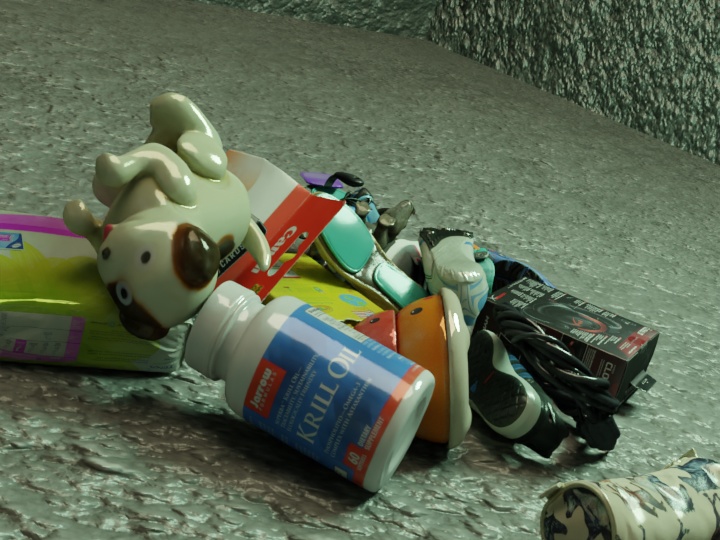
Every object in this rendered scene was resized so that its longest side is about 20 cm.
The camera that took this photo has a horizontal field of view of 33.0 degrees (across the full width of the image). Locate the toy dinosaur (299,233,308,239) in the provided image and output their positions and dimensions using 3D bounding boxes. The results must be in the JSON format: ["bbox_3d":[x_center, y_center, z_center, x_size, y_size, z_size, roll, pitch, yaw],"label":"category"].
[{"bbox_3d":[-0.151,-0.073,1.440,0.196,0.079,0.102,1,2,7],"label":"toy dinosaur"}]

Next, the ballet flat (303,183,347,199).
[{"bbox_3d":[-0.084,-0.081,1.634,0.063,0.069,0.198,-10,-6,41],"label":"ballet flat"}]

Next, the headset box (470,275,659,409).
[{"bbox_3d":[0.240,0.087,1.381,0.198,0.076,0.148,23,19,22],"label":"headset box"}]

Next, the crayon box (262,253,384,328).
[{"bbox_3d":[-0.060,0.041,1.300,0.125,0.052,0.199,2,22,-38],"label":"crayon box"}]

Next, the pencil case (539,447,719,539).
[{"bbox_3d":[0.237,0.205,1.019,0.198,0.078,0.090,0,44,-40],"label":"pencil case"}]

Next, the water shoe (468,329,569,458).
[{"bbox_3d":[0.147,0.129,1.225,0.079,0.072,0.200,40,9,-19],"label":"water shoe"}]

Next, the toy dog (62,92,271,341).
[{"bbox_3d":[-0.173,-0.027,1.080,0.194,0.139,0.201,46,22,-21],"label":"toy dog"}]

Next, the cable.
[{"bbox_3d":[0.192,0.092,1.199,0.164,0.051,0.200,53,2,35],"label":"cable"}]

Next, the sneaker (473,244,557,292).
[{"bbox_3d":[0.194,0.013,1.573,0.078,0.076,0.199,3,23,-44],"label":"sneaker"}]

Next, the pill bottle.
[{"bbox_3d":[-0.046,0.092,1.028,0.198,0.114,0.112,27,20,12],"label":"pill bottle"}]

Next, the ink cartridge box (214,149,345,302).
[{"bbox_3d":[-0.130,-0.046,1.290,0.199,0.163,0.050,16,-30,52],"label":"ink cartridge box"}]

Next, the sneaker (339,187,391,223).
[{"bbox_3d":[-0.027,-0.070,1.543,0.078,0.091,0.199,30,9,40],"label":"sneaker"}]

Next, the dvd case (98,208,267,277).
[{"bbox_3d":[-0.206,-0.035,1.286,0.199,0.150,0.025,35,-17,45],"label":"dvd case"}]

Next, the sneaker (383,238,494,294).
[{"bbox_3d":[0.102,0.011,1.489,0.119,0.085,0.199,13,14,25],"label":"sneaker"}]

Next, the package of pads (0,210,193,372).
[{"bbox_3d":[-0.261,0.020,1.118,0.197,0.069,0.155,6,34,-26],"label":"package of pads"}]

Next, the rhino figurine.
[{"bbox_3d":[0.004,-0.037,1.473,0.060,0.088,0.199,40,44,18],"label":"rhino figurine"}]

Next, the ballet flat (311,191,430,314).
[{"bbox_3d":[0.000,0.000,1.353,0.200,0.063,0.069,47,54,-9],"label":"ballet flat"}]

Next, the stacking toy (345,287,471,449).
[{"bbox_3d":[0.000,0.094,1.122,0.196,0.149,0.146,-2,19,-2],"label":"stacking toy"}]

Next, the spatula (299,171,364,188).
[{"bbox_3d":[-0.033,-0.119,1.593,0.056,0.021,0.200,6,2,-18],"label":"spatula"}]

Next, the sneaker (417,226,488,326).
[{"bbox_3d":[0.102,0.000,1.388,0.070,0.074,0.201,3,22,-4],"label":"sneaker"}]
